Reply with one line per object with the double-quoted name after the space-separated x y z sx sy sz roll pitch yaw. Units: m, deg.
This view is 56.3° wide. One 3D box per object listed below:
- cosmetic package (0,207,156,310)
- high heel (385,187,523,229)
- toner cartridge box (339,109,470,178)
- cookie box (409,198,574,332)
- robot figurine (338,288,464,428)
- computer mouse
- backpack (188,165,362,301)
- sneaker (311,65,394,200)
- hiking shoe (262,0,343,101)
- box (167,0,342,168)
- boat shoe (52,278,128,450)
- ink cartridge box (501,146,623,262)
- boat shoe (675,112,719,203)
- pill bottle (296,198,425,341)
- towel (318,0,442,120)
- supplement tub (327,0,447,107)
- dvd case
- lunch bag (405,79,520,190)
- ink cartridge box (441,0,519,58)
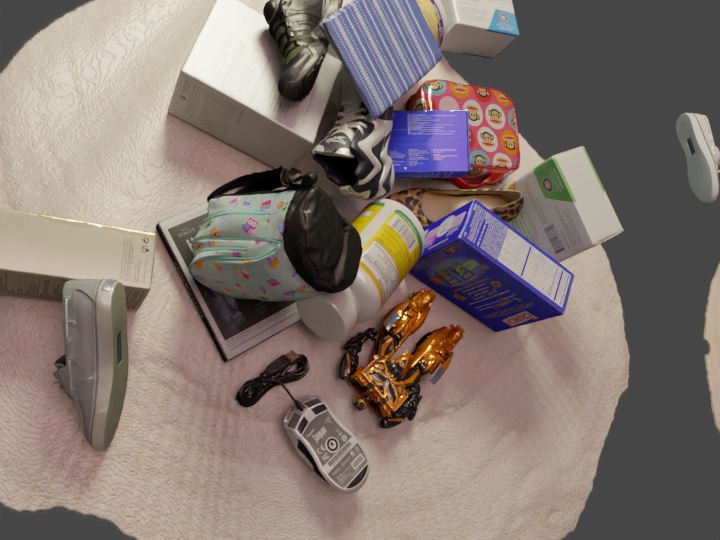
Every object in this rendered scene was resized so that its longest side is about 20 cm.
-0.346 -0.010 0.777 0.196 0.103 0.075 11 68 -26 "cosmetic package"
0.148 -0.110 1.043 0.196 0.142 0.073 11 69 -24 "high heel"
0.066 -0.192 1.030 0.195 0.043 0.097 0 84 -1 "toner cartridge box"
0.189 0.001 1.015 0.198 0.171 0.076 34 65 -14 "cookie box"
0.059 0.125 0.971 0.145 0.058 0.200 48 58 -5 "robot figurine"
-0.067 0.209 0.890 0.109 0.044 0.201 -35 86 -36 "computer mouse"
-0.115 -0.033 0.825 0.168 0.196 0.129 56 44 -48 "backpack"
-0.015 -0.196 0.928 0.129 0.078 0.204 -20 111 -59 "sneaker"
-0.092 -0.312 0.908 0.099 0.076 0.203 22 55 -10 "hiking shoe"
-0.148 -0.262 0.958 0.197 0.106 0.155 27 63 -17 "box"
-0.304 0.104 0.754 0.070 0.070 0.205 7 107 -2 "boat shoe"
0.294 -0.083 1.080 0.086 0.199 0.148 -21 83 -34 "ink cartridge box"
0.742 -0.241 1.435 0.084 0.075 0.206 -3 68 -10 "boat shoe"
0.000 0.000 0.940 0.113 0.112 0.201 45 54 -7 "pill bottle"
0.035 -0.321 0.946 0.200 0.024 0.146 -47 114 -36 "towel"
0.032 -0.355 1.060 0.145 0.145 0.201 44 59 -8 "supplement tub"
-0.166 0.000 0.914 0.149 0.025 0.203 -27 88 -32 "dvd case"
0.176 -0.217 1.128 0.196 0.082 0.180 3 73 -27 "lunch bag"
0.194 -0.506 1.228 0.142 0.084 0.205 -1 76 -28 "ink cartridge box"
